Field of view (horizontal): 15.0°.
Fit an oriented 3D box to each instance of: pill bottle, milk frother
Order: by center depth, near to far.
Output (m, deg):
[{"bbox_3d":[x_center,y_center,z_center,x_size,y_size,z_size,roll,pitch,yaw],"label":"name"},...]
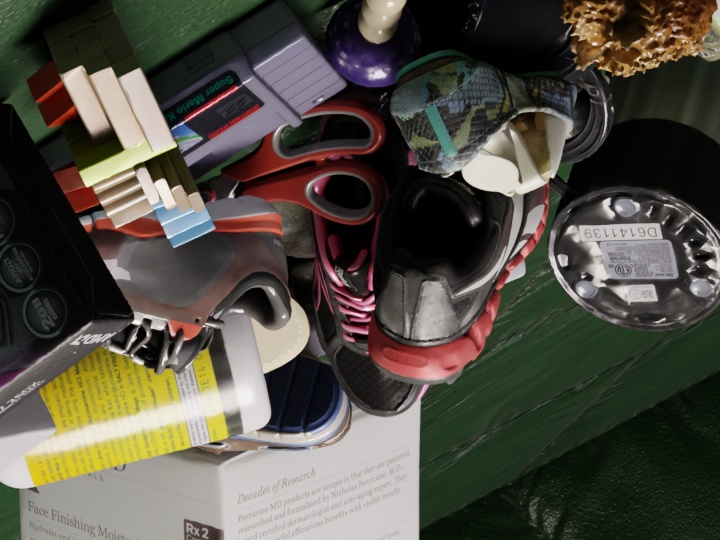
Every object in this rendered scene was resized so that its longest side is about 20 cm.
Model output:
[{"bbox_3d":[-0.158,0.057,1.532,0.199,0.113,0.112,-14,166,-5],"label":"pill bottle"},{"bbox_3d":[0.169,-0.101,1.734,0.188,0.180,0.200,-68,167,-47],"label":"milk frother"}]

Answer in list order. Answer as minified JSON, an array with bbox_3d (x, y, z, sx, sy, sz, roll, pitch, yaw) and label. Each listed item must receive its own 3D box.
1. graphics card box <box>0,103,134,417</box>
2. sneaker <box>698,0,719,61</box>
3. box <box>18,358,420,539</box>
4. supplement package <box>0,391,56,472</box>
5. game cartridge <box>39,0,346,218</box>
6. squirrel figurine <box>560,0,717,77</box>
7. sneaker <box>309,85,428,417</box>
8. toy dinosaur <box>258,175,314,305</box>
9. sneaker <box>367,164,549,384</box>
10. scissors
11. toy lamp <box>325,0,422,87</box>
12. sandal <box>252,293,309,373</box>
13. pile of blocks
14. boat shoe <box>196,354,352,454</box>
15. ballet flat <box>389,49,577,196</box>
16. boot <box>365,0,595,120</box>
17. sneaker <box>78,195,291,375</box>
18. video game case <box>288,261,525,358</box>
[{"bbox_3d":[-0.217,0.026,1.281,0.200,0.126,0.051,-34,167,18],"label":"graphics card box"},{"bbox_3d":[0.172,-0.163,1.631,0.088,0.077,0.200,-26,162,10],"label":"sneaker"},{"bbox_3d":[-0.094,0.141,1.823,0.199,0.131,0.200,13,-159,40],"label":"box"},{"bbox_3d":[-0.279,0.092,1.426,0.200,0.110,0.114,-36,166,27],"label":"supplement package"},{"bbox_3d":[-0.106,-0.064,1.418,0.200,0.038,0.130,-32,172,5],"label":"game cartridge"},{"bbox_3d":[0.192,-0.169,1.392,0.199,0.142,0.187,-13,144,-3],"label":"squirrel figurine"},{"bbox_3d":[0.000,0.000,1.563,0.079,0.200,0.095,-2,-158,13],"label":"sneaker"},{"bbox_3d":[-0.044,-0.029,1.647,0.200,0.077,0.102,13,145,-27],"label":"toy dinosaur"},{"bbox_3d":[0.058,-0.032,1.514,0.098,0.071,0.201,87,22,-44],"label":"sneaker"},{"bbox_3d":[-0.076,-0.052,1.513,0.199,0.073,0.014,-6,-156,21],"label":"scissors"},{"bbox_3d":[0.017,-0.146,1.325,0.058,0.058,0.200,-29,167,-12],"label":"toy lamp"},{"bbox_3d":[-0.140,0.029,1.626,0.211,0.078,0.070,-10,-153,-7],"label":"sandal"},{"bbox_3d":[-0.114,-0.046,1.280,0.062,0.082,0.200,-25,156,-2],"label":"pile of blocks"},{"bbox_3d":[-0.102,0.080,1.675,0.072,0.200,0.072,67,40,-63],"label":"boat shoe"},{"bbox_3d":[0.072,-0.071,1.446,0.074,0.074,0.200,-36,166,21],"label":"ballet flat"},{"bbox_3d":[0.098,-0.156,1.469,0.162,0.073,0.198,-10,154,-46],"label":"boot"},{"bbox_3d":[-0.116,0.015,1.424,0.200,0.082,0.077,-12,166,-31],"label":"sneaker"},{"bbox_3d":[-0.024,0.018,1.774,0.200,0.023,0.182,-21,-165,-42],"label":"video game case"}]
